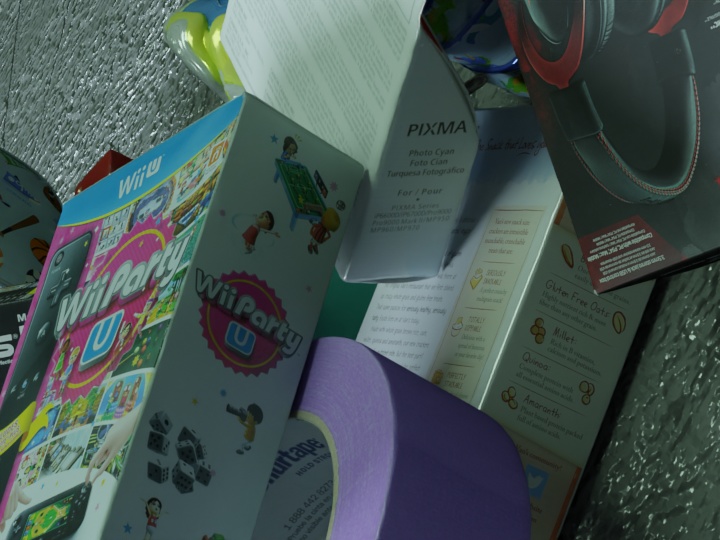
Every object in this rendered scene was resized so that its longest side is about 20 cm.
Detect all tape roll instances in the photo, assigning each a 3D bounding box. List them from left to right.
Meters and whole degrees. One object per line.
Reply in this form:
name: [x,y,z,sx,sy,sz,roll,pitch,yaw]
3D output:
tape roll: [-0.024,0.127,1.015,0.200,0.065,0.201,-45,29,33]

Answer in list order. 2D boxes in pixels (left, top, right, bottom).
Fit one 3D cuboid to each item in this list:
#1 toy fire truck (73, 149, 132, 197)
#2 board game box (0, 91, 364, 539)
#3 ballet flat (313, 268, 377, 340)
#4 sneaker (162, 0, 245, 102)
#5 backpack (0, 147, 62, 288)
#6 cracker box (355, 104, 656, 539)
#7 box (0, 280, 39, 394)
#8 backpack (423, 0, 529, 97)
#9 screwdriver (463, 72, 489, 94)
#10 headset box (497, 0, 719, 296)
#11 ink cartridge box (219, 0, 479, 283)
toy fire truck: [-0.171,0.045,1.563,0.200,0.049,0.141,-50,28,32]
board game box: [-0.084,0.050,1.064,0.147,0.064,0.201,-27,40,51]
ballet flat: [0.000,0.000,1.265,0.065,0.070,0.201,104,180,-61]
sneaker: [-0.032,-0.123,1.437,0.105,0.076,0.200,-48,29,1]
backpack: [-0.247,-0.002,1.490,0.154,0.200,0.191,-49,20,15]
cracker box: [0.050,0.034,1.118,0.134,0.057,0.201,4,71,66]
box: [-0.124,0.025,1.291,0.200,0.159,0.045,-118,19,-87]
backpack: [0.059,-0.168,1.219,0.163,0.153,0.201,-44,49,29]
screwdriver: [0.025,-0.067,1.158,0.200,0.028,0.029,138,126,-74]
headset box: [0.126,-0.089,0.967,0.148,0.075,0.201,-22,85,54]
ink cartridge box: [0.007,-0.121,1.097,0.160,0.047,0.201,-117,33,-41]
